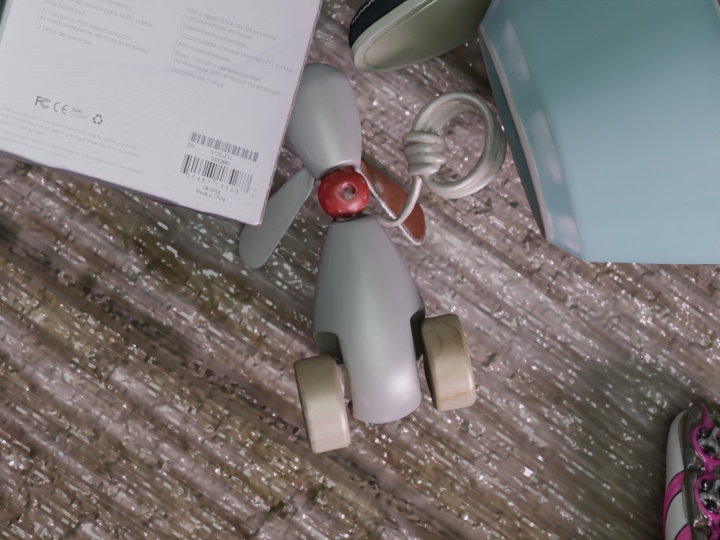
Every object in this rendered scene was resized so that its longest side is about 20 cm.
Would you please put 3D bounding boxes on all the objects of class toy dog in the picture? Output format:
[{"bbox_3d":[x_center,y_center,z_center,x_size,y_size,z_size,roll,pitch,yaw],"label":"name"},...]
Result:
[{"bbox_3d":[0.000,0.000,1.107,0.131,0.096,0.201,8,80,-4],"label":"toy dog"}]

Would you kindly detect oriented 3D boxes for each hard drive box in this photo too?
[{"bbox_3d":[-0.103,-0.139,1.053,0.155,0.077,0.201,17,89,-18],"label":"hard drive box"}]

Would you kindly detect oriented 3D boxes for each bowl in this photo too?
[{"bbox_3d":[0.124,-0.085,1.049,0.104,0.201,0.202,-17,98,3],"label":"bowl"}]

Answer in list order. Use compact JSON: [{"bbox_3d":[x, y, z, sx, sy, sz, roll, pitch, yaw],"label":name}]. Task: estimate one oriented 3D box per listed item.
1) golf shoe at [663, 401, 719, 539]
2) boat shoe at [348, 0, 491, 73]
[{"bbox_3d":[0.187,0.174,1.138,0.072,0.092,0.201,4,73,-36],"label":"golf shoe"},{"bbox_3d":[0.070,-0.180,1.097,0.199,0.074,0.066,-35,70,7],"label":"boat shoe"}]
